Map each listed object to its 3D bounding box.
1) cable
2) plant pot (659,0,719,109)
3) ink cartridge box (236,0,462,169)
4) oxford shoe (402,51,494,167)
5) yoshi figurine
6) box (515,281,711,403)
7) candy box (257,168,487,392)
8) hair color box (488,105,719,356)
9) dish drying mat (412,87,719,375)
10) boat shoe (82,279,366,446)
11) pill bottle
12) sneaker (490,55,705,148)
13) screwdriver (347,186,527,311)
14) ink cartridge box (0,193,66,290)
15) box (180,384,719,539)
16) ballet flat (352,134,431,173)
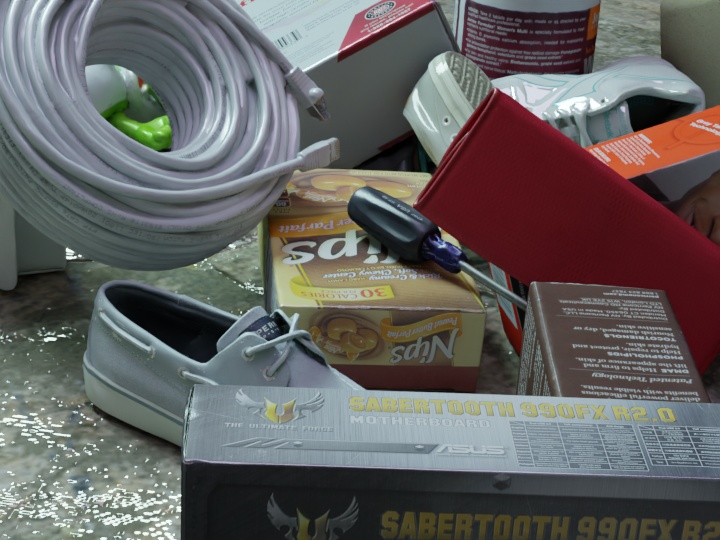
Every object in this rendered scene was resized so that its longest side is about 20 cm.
[{"bbox_3d":[-0.129,-0.098,0.824,0.201,0.069,0.200,52,46,-1],"label":"cable"},{"bbox_3d":[0.329,-0.157,1.095,0.176,0.202,0.200,4,23,24],"label":"plant pot"},{"bbox_3d":[-0.020,-0.158,1.046,0.145,0.083,0.200,-29,30,0],"label":"ink cartridge box"},{"bbox_3d":[0.086,-0.050,0.922,0.075,0.058,0.201,7,49,-49],"label":"oxford shoe"},{"bbox_3d":[-0.183,-0.142,1.089,0.199,0.113,0.112,-16,45,-41],"label":"yoshi figurine"},{"bbox_3d":[0.112,0.091,0.628,0.074,0.101,0.200,4,25,1],"label":"box"},{"bbox_3d":[0.000,0.000,0.857,0.114,0.056,0.200,1,25,-8],"label":"candy box"},{"bbox_3d":[0.173,-0.025,0.819,0.198,0.102,0.061,-18,24,-4],"label":"hair color box"},{"bbox_3d":[0.126,-0.014,0.771,0.199,0.077,0.018,32,11,-20],"label":"dish drying mat"},{"bbox_3d":[-0.058,0.054,0.716,0.199,0.072,0.070,16,28,25],"label":"boat shoe"},{"bbox_3d":[0.123,-0.177,1.081,0.108,0.202,0.110,3,25,-2],"label":"pill bottle"},{"bbox_3d":[0.148,-0.107,1.009,0.199,0.071,0.080,-16,18,-7],"label":"sneaker"},{"bbox_3d":[0.068,0.005,0.780,0.199,0.028,0.029,33,5,30],"label":"screwdriver"},{"bbox_3d":[-0.263,-0.080,0.904,0.124,0.130,0.200,-8,27,-22],"label":"ink cartridge box"},{"bbox_3d":[0.037,0.121,0.485,0.198,0.160,0.048,2,25,-3],"label":"box"},{"bbox_3d":[0.023,-0.094,1.055,0.068,0.069,0.200,-6,24,10],"label":"ballet flat"}]
